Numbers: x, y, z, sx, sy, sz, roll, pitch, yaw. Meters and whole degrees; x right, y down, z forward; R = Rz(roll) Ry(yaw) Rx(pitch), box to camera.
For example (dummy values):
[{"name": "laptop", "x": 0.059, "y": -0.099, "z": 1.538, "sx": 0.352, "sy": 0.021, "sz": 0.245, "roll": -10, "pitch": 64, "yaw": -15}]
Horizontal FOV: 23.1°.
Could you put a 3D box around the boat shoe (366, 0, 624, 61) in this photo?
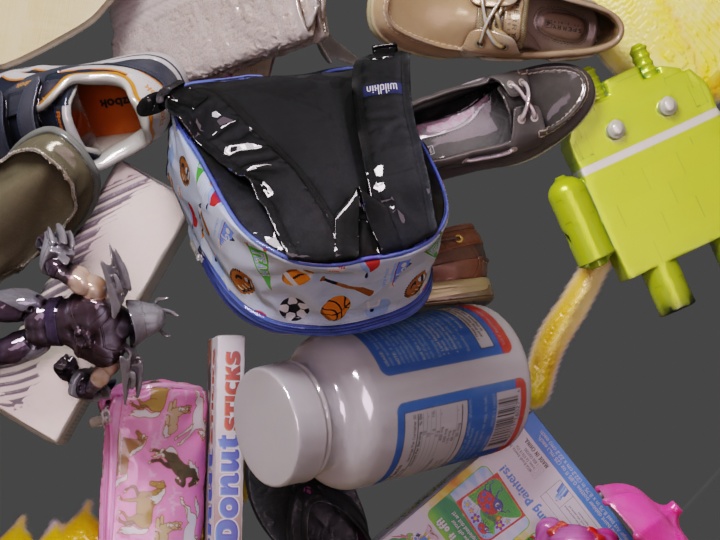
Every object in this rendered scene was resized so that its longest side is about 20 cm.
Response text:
[{"name": "boat shoe", "x": 0.102, "y": -0.192, "z": 1.319, "sx": 0.198, "sy": 0.064, "sz": 0.072, "roll": 0, "pitch": 98, "yaw": -22}]

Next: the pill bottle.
[{"name": "pill bottle", "x": 0.014, "y": 0.092, "z": 1.246, "sx": 0.198, "sy": 0.112, "sz": 0.114, "roll": -8, "pitch": 86, "yaw": -35}]

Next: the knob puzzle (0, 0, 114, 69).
[{"name": "knob puzzle", "x": -0.247, "y": -0.242, "z": 1.311, "sx": 0.217, "sy": 0.030, "sz": 0.222, "roll": -3, "pitch": 75, "yaw": 9}]

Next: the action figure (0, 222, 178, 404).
[{"name": "action figure", "x": -0.222, "y": 0.034, "z": 1.198, "sx": 0.198, "sy": 0.069, "sz": 0.132, "roll": -4, "pitch": 109, "yaw": 3}]

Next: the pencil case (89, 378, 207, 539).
[{"name": "pencil case", "x": -0.156, "y": 0.180, "z": 1.280, "sx": 0.086, "sy": 0.083, "sz": 0.202, "roll": 2, "pitch": 86, "yaw": -6}]

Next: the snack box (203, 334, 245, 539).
[{"name": "snack box", "x": -0.100, "y": 0.150, "z": 1.292, "sx": 0.024, "sy": 0.072, "sz": 0.202, "roll": 2, "pitch": 85, "yaw": -11}]

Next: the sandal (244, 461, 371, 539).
[{"name": "sandal", "x": -0.016, "y": 0.202, "z": 1.262, "sx": 0.075, "sy": 0.048, "sz": 0.202, "roll": -27, "pitch": 91, "yaw": -23}]

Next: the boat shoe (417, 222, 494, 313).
[{"name": "boat shoe", "x": 0.000, "y": 0.000, "z": 1.320, "sx": 0.198, "sy": 0.072, "sz": 0.068, "roll": -3, "pitch": 81, "yaw": -13}]

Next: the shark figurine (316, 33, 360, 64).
[{"name": "shark figurine", "x": 0.004, "y": -0.264, "z": 1.332, "sx": 0.128, "sy": 0.090, "sz": 0.215, "roll": 40, "pitch": 81, "yaw": 0}]

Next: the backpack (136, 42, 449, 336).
[{"name": "backpack", "x": -0.034, "y": -0.042, "z": 1.199, "sx": 0.198, "sy": 0.155, "sz": 0.191, "roll": -12, "pitch": 42, "yaw": -17}]

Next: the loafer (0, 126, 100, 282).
[{"name": "loafer", "x": -0.255, "y": -0.024, "z": 1.239, "sx": 0.075, "sy": 0.070, "sz": 0.200, "roll": 45, "pitch": 126, "yaw": -6}]

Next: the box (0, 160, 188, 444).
[{"name": "box", "x": -0.196, "y": 0.025, "z": 1.290, "sx": 0.068, "sy": 0.082, "sz": 0.201, "roll": 29, "pitch": 82, "yaw": -2}]

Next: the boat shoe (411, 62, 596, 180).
[{"name": "boat shoe", "x": 0.084, "y": -0.108, "z": 1.325, "sx": 0.198, "sy": 0.057, "sz": 0.067, "roll": -20, "pitch": 78, "yaw": 2}]

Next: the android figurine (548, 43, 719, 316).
[{"name": "android figurine", "x": 0.232, "y": -0.074, "z": 1.363, "sx": 0.181, "sy": 0.041, "sz": 0.202, "roll": -22, "pitch": 90, "yaw": -7}]

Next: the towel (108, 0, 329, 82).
[{"name": "towel", "x": -0.111, "y": -0.203, "z": 1.279, "sx": 0.199, "sy": 0.034, "sz": 0.134, "roll": -17, "pitch": 77, "yaw": 34}]

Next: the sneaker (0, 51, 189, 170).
[{"name": "sneaker", "x": -0.224, "y": -0.107, "z": 1.264, "sx": 0.198, "sy": 0.080, "sz": 0.079, "roll": -15, "pitch": 110, "yaw": 18}]

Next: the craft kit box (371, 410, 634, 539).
[{"name": "craft kit box", "x": 0.113, "y": 0.244, "z": 1.323, "sx": 0.197, "sy": 0.049, "sz": 0.201, "roll": -38, "pitch": 90, "yaw": -10}]

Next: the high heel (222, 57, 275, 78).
[{"name": "high heel", "x": -0.090, "y": -0.182, "z": 1.330, "sx": 0.067, "sy": 0.095, "sz": 0.202, "roll": 8, "pitch": 75, "yaw": -43}]

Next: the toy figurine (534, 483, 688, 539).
[{"name": "toy figurine", "x": 0.165, "y": 0.244, "z": 1.264, "sx": 0.198, "sy": 0.150, "sz": 0.186, "roll": 5, "pitch": 70, "yaw": 19}]
